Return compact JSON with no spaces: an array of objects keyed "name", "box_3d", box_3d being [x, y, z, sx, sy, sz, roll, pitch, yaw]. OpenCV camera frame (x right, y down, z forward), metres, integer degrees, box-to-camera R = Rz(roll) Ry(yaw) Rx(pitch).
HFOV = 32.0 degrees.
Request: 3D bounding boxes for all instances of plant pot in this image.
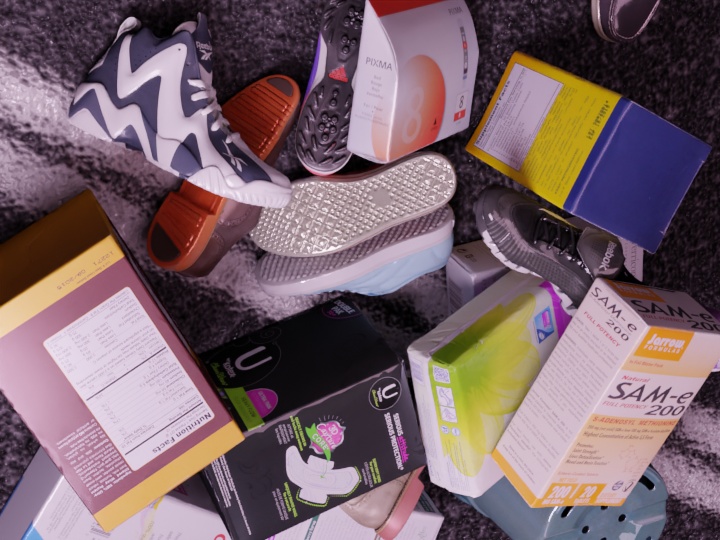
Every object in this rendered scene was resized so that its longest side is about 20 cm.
[{"name":"plant pot","box_3d":[0.206,0.215,1.310,0.198,0.196,0.202,-10,117,-20]}]

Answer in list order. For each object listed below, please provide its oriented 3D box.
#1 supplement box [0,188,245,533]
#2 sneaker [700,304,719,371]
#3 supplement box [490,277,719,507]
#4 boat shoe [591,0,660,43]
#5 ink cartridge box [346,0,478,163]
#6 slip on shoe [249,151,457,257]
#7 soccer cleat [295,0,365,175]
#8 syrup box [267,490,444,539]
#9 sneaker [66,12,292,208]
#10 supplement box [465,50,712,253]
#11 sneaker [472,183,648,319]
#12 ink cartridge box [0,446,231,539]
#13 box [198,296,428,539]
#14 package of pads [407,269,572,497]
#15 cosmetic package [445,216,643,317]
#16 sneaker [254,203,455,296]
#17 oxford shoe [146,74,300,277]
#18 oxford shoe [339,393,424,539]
[{"name":"supplement box","box_3d":[-0.217,0.067,1.032,0.132,0.197,0.201,-33,111,-7]},{"name":"sneaker","box_3d":[0.293,0.081,1.220,0.200,0.114,0.073,-37,128,-41]},{"name":"supplement box","box_3d":[0.220,0.112,1.106,0.125,0.074,0.201,7,120,-38]},{"name":"boat shoe","box_3d":[0.280,-0.308,1.181,0.071,0.065,0.201,13,108,-30]},{"name":"ink cartridge box","box_3d":[0.059,-0.207,1.088,0.162,0.050,0.202,-29,135,-55]},{"name":"slip on shoe","box_3d":[-0.008,-0.062,1.160,0.198,0.061,0.075,-17,96,2]},{"name":"soccer cleat","box_3d":[-0.012,-0.182,1.117,0.068,0.073,0.202,17,89,-4]},{"name":"syrup box","box_3d":[-0.024,0.253,1.292,0.198,0.079,0.082,15,107,-29]},{"name":"sneaker","box_3d":[-0.130,-0.141,1.037,0.198,0.079,0.131,25,93,10]},{"name":"supplement box","box_3d":[0.204,-0.113,1.155,0.109,0.200,0.110,22,101,-30]},{"name":"sneaker","box_3d":[0.186,-0.017,1.110,0.200,0.090,0.067,39,62,-29]},{"name":"ink cartridge box","box_3d":[-0.232,0.252,1.195,0.199,0.085,0.145,28,100,-30]},{"name":"box","box_3d":[-0.062,0.138,1.181,0.198,0.149,0.125,-22,121,-13]},{"name":"package of pads","box_3d":[0.134,0.100,1.179,0.199,0.068,0.156,-32,123,-36]},{"name":"cosmetic package","box_3d":[0.189,0.012,1.283,0.198,0.074,0.103,-14,118,-16]},{"name":"sneaker","box_3d":[0.000,0.000,1.193,0.198,0.074,0.082,-15,131,-9]},{"name":"oxford shoe","box_3d":[-0.112,-0.083,1.119,0.201,0.071,0.073,-54,149,4]},{"name":"oxford shoe","box_3d":[0.041,0.165,1.257,0.074,0.070,0.201,29,61,-7]}]
